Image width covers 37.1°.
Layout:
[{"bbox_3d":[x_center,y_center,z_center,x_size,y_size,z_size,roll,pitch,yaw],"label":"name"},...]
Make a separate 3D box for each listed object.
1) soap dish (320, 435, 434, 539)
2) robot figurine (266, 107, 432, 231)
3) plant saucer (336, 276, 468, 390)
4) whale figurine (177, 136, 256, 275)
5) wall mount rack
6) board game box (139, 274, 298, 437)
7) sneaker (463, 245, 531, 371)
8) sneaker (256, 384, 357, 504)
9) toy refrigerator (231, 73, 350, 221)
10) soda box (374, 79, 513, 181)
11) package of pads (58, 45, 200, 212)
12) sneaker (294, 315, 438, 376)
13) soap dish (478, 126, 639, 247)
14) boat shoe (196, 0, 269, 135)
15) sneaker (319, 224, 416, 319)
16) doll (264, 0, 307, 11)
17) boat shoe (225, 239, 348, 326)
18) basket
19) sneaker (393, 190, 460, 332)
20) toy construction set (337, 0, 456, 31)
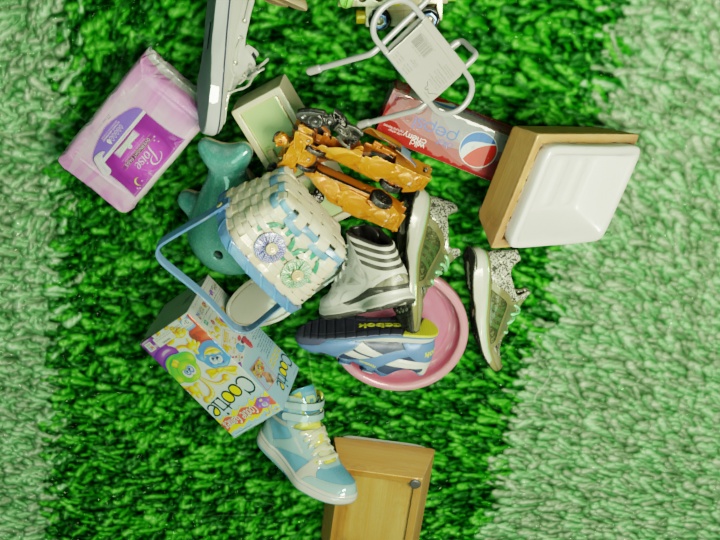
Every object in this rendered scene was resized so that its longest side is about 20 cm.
[{"bbox_3d":[0.024,0.359,1.668,0.157,0.081,0.200,8,117,0],"label":"soap dish"},{"bbox_3d":[-0.019,-0.132,1.371,0.200,0.058,0.145,25,125,-12],"label":"robot figurine"},{"bbox_3d":[0.055,0.077,1.547,0.200,0.051,0.201,1,116,2],"label":"plant saucer"},{"bbox_3d":[-0.177,-0.079,1.438,0.159,0.104,0.200,10,131,13],"label":"whale figurine"},{"bbox_3d":[0.043,-0.248,1.294,0.174,0.075,0.200,-42,135,6],"label":"wall mount rack"},{"bbox_3d":[-0.201,0.125,1.551,0.103,0.105,0.200,-33,109,27],"label":"board game box"},{"bbox_3d":[0.201,0.054,1.518,0.089,0.077,0.200,-9,117,-1],"label":"sneaker"},{"bbox_3d":[-0.069,0.246,1.579,0.200,0.080,0.131,32,114,34],"label":"sneaker"},{"bbox_3d":[-0.086,-0.152,1.435,0.076,0.070,0.200,-25,112,14],"label":"toy refrigerator"},{"bbox_3d":[0.122,-0.180,1.411,0.200,0.063,0.070,21,113,-6],"label":"soda box"},{"bbox_3d":[-0.295,-0.185,1.430,0.120,0.076,0.200,39,112,-14],"label":"package of pads"},{"bbox_3d":[0.008,0.110,1.499,0.200,0.074,0.082,3,118,3],"label":"sneaker"},{"bbox_3d":[0.252,-0.111,1.372,0.200,0.081,0.157,-6,126,-40],"label":"soap dish"},{"bbox_3d":[-0.156,-0.269,1.364,0.086,0.075,0.202,6,88,-21],"label":"boat shoe"},{"bbox_3d":[0.001,0.000,1.424,0.076,0.200,0.115,-10,87,-32],"label":"sneaker"},{"bbox_3d":[-0.070,-0.418,1.288,0.048,0.136,0.200,15,96,-44],"label":"doll"},{"bbox_3d":[-0.100,0.015,1.517,0.200,0.062,0.075,-36,95,12],"label":"boat shoe"},{"bbox_3d":[-0.134,-0.024,1.355,0.200,0.139,0.176,-33,122,21],"label":"basket"},{"bbox_3d":[0.095,-0.014,1.449,0.089,0.077,0.200,7,85,-16],"label":"sneaker"},{"bbox_3d":[0.047,-0.362,1.320,0.200,0.092,0.131,6,116,13],"label":"toy construction set"}]
